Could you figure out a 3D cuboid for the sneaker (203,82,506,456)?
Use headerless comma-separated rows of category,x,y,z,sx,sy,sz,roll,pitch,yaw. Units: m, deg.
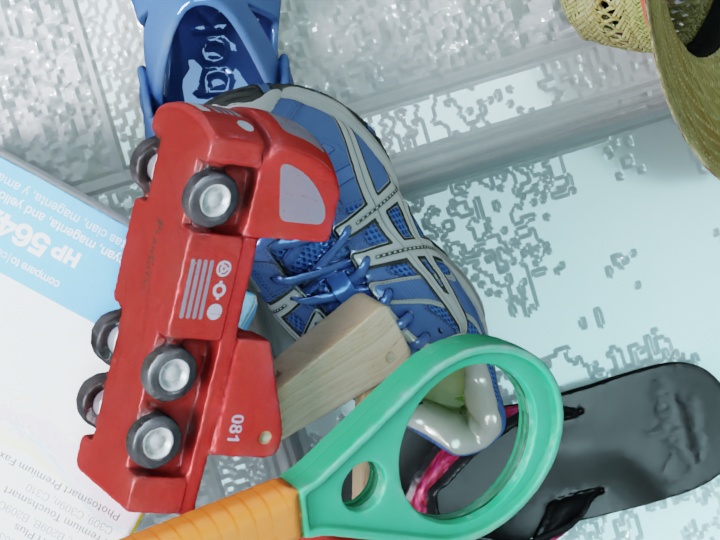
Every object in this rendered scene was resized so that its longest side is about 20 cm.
sneaker,0.000,0.000,1.058,0.076,0.077,0.200,-39,130,10

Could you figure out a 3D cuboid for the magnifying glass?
magnifying glass,-0.008,0.080,0.984,0.200,0.022,0.080,-19,117,-28

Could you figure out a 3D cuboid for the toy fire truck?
toy fire truck,-0.030,0.041,0.998,0.141,0.049,0.201,5,105,-35

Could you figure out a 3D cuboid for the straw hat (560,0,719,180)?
straw hat,0.125,-0.135,1.101,0.085,0.201,0.202,4,93,33

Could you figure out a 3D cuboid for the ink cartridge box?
ink cartridge box,-0.144,0.065,1.069,0.125,0.129,0.200,30,89,-6

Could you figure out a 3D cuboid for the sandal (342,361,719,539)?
sandal,0.064,0.087,1.130,0.199,0.045,0.075,-19,94,-4

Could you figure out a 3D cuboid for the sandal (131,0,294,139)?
sandal,-0.062,-0.108,1.091,0.079,0.087,0.201,-12,92,-2
